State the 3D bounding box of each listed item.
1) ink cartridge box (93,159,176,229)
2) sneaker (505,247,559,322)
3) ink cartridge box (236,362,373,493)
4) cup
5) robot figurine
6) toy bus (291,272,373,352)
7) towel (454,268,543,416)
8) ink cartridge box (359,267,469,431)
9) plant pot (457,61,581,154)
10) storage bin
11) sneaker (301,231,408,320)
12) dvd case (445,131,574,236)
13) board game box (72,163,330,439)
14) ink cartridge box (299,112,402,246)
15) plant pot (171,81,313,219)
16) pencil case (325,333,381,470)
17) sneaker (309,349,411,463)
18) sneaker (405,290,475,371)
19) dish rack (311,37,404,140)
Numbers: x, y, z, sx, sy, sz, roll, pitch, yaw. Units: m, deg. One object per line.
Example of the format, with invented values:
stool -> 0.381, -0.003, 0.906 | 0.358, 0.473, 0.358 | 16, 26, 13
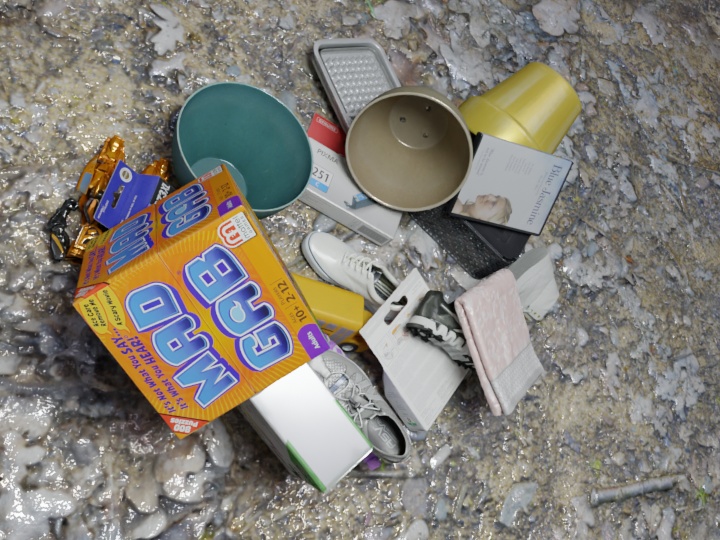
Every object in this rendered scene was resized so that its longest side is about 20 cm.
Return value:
ink cartridge box -> -0.259, -0.056, 0.972 | 0.200, 0.037, 0.095 | 42, 50, -42
sneaker -> 0.271, 0.059, 1.271 | 0.200, 0.074, 0.116 | -32, 118, -13
ink cartridge box -> -0.083, 0.192, 0.922 | 0.084, 0.200, 0.145 | -39, 93, -19
cup -> 0.086, -0.219, 1.168 | 0.200, 0.200, 0.143 | 37, 34, -13
robot figurine -> -0.332, -0.077, 0.971 | 0.145, 0.058, 0.200 | 23, 60, -24
toy bus -> -0.064, 0.059, 1.062 | 0.200, 0.078, 0.065 | 19, 53, -24
towel -> 0.222, 0.106, 1.121 | 0.200, 0.032, 0.191 | -23, 94, -58
ink cartridge box -> 0.081, 0.123, 1.121 | 0.161, 0.050, 0.200 | -47, 111, -35
plant pot -> 0.286, -0.262, 1.293 | 0.189, 0.201, 0.201 | -44, 97, -1
storage bin -> 0.199, -0.101, 1.283 | 0.200, 0.094, 0.135 | 44, 55, -10
sneaker -> 0.000, 0.000, 1.134 | 0.200, 0.071, 0.073 | 37, 56, -14
dvd case -> 0.251, -0.140, 1.204 | 0.200, 0.143, 0.018 | 10, 21, -28
board game box -> -0.186, 0.027, 0.850 | 0.200, 0.200, 0.200 | -31, 116, -4
ink cartridge box -> -0.012, -0.162, 1.209 | 0.200, 0.045, 0.177 | 29, 59, -18
plant pot -> -0.186, -0.150, 1.042 | 0.200, 0.135, 0.201 | 12, 64, -27
pencil case -> -0.025, 0.183, 1.035 | 0.200, 0.084, 0.086 | 49, 24, -4
sneaker -> 0.002, 0.178, 0.961 | 0.200, 0.082, 0.075 | 43, 78, -5
sneaker -> 0.160, 0.093, 1.117 | 0.200, 0.066, 0.091 | 33, 68, -30
dish rack -> 0.003, -0.315, 1.274 | 0.171, 0.044, 0.200 | -18, 81, -40
